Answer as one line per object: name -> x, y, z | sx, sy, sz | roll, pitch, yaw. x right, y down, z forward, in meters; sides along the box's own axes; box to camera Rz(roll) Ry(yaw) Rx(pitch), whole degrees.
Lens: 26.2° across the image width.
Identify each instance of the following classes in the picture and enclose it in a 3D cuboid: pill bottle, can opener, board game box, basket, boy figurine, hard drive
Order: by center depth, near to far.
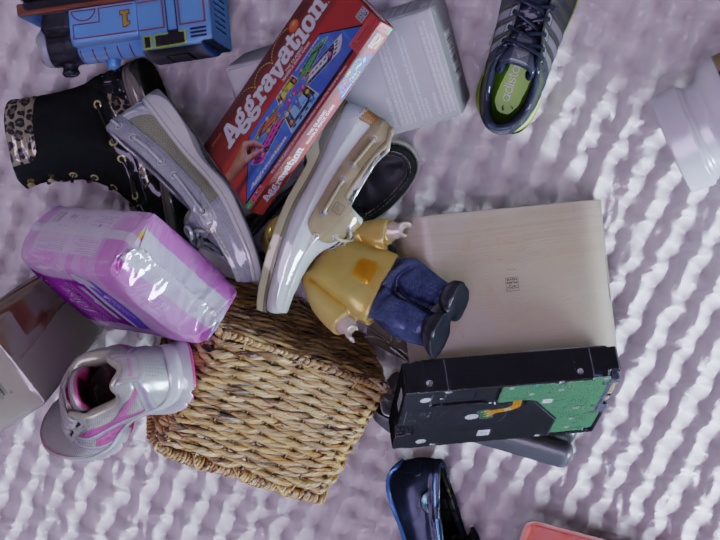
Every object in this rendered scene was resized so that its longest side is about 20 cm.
board game box -> -0.057, -0.156, 1.337 | 0.019, 0.103, 0.200 | 20, 114, -42
pill bottle -> 0.364, -0.150, 1.352 | 0.200, 0.116, 0.116 | -24, 104, 14
boy figurine -> 0.000, 0.000, 1.401 | 0.200, 0.064, 0.124 | 28, 75, 19
hard drive -> 0.131, 0.118, 1.439 | 0.200, 0.038, 0.140 | -4, 153, -6
basket -> -0.099, 0.108, 1.481 | 0.200, 0.143, 0.149 | 20, 111, -25
can opener -> 0.112, 0.154, 1.538 | 0.200, 0.053, 0.067 | 17, 143, 1

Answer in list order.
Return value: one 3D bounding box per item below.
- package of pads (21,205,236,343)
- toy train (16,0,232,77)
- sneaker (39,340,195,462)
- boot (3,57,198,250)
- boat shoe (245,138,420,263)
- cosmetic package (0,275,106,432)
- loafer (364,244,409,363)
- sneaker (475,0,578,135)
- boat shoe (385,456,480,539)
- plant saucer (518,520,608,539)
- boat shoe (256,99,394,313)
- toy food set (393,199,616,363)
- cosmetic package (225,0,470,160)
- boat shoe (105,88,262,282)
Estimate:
package of pads -> -0.214, 0.001, 1.402 | 0.121, 0.200, 0.076 | 46, 67, -30
toy train -> -0.213, -0.240, 1.402 | 0.200, 0.087, 0.114 | -7, 84, 10
sneaker -> -0.240, 0.113, 1.404 | 0.200, 0.088, 0.081 | -35, 57, 37
boot -> -0.245, -0.089, 1.481 | 0.154, 0.073, 0.204 | -11, 101, 14
boat shoe -> -0.035, -0.059, 1.464 | 0.199, 0.066, 0.075 | -22, 106, 14
cosmetic package -> -0.331, 0.078, 1.482 | 0.103, 0.200, 0.087 | -32, 101, 15
loafer -> 0.046, 0.049, 1.498 | 0.200, 0.075, 0.070 | 50, 138, -10
sneaker -> 0.151, -0.209, 1.379 | 0.074, 0.081, 0.200 | 12, 110, 3
boat shoe -> 0.088, 0.283, 1.558 | 0.069, 0.084, 0.200 | -17, 109, 25
plant saucer -> 0.228, 0.352, 1.578 | 0.200, 0.037, 0.200 | 16, 111, -8
boat shoe -> -0.032, -0.050, 1.349 | 0.068, 0.075, 0.200 | 21, 90, 0
toy food set -> 0.137, 0.013, 1.447 | 0.200, 0.060, 0.144 | -6, 91, -3
cosmetic package -> -0.011, -0.171, 1.414 | 0.200, 0.090, 0.107 | -12, 106, 15
boat shoe -> -0.152, -0.068, 1.385 | 0.065, 0.074, 0.202 | -32, 79, -5
